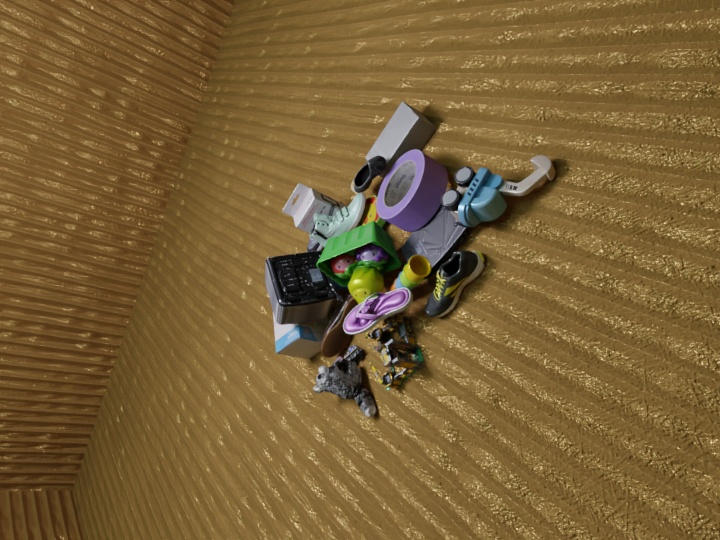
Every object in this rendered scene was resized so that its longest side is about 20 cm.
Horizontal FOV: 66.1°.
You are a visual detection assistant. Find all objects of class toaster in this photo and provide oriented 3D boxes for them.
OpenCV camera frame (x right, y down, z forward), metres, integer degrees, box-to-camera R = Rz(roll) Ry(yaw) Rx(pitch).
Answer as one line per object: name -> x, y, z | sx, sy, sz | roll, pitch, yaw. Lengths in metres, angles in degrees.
toaster -> -0.171, 0.053, 1.613 | 0.119, 0.179, 0.201 | 108, 146, -51

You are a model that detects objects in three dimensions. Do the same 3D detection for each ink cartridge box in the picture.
ink cartridge box -> -0.185, 0.152, 1.721 | 0.125, 0.128, 0.202 | -36, 51, 37
ink cartridge box -> -0.127, -0.170, 1.703 | 0.116, 0.199, 0.068 | -55, 31, 22

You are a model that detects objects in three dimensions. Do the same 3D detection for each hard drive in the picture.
hard drive -> 0.194, -0.080, 1.409 | 0.200, 0.042, 0.136 | -51, 44, 27

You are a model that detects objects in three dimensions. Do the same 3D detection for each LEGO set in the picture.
LEGO set -> 0.066, 0.194, 1.404 | 0.153, 0.115, 0.202 | -32, 53, 40

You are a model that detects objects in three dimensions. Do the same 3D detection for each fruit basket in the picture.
fruit basket -> 0.000, 0.000, 1.468 | 0.214, 0.155, 0.217 | -22, 49, 28

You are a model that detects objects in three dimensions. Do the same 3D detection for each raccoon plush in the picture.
raccoon plush -> -0.055, 0.339, 1.514 | 0.134, 0.096, 0.201 | -52, 52, 37

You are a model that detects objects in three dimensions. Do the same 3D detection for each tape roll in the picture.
tape roll -> 0.134, -0.210, 1.463 | 0.200, 0.084, 0.201 | -41, 35, 37

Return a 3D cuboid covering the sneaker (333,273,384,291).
sneaker -> -0.012, 0.026, 1.587 | 0.199, 0.075, 0.078 | -26, 54, 39

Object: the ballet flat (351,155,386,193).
ballet flat -> 0.011, -0.276, 1.576 | 0.200, 0.056, 0.067 | 145, 117, -63

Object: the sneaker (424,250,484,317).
sneaker -> 0.206, 0.026, 1.322 | 0.201, 0.084, 0.075 | -56, 41, 21

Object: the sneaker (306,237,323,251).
sneaker -> -0.152, -0.150, 1.802 | 0.075, 0.113, 0.201 | 44, 111, 49

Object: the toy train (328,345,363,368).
toy train -> -0.055, 0.272, 1.598 | 0.200, 0.034, 0.046 | -43, 36, 33

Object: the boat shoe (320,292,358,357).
boat shoe -> -0.056, 0.157, 1.614 | 0.201, 0.070, 0.070 | -58, 25, 5

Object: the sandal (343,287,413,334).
sandal -> 0.035, 0.091, 1.382 | 0.201, 0.050, 0.083 | -29, 47, 16

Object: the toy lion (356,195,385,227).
toy lion -> 0.012, -0.116, 1.639 | 0.200, 0.068, 0.193 | -42, 41, 34

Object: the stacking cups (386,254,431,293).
stacking cups -> 0.115, 0.035, 1.405 | 0.200, 0.060, 0.061 | 121, 147, -56

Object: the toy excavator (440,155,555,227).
toy excavator -> 0.313, -0.178, 1.248 | 0.199, 0.100, 0.196 | 23, 78, 42

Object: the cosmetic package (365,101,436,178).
cosmetic package -> 0.112, -0.363, 1.581 | 0.200, 0.090, 0.107 | -50, 44, 22

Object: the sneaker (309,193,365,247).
sneaker -> -0.072, -0.159, 1.641 | 0.201, 0.117, 0.074 | -57, 22, 14
